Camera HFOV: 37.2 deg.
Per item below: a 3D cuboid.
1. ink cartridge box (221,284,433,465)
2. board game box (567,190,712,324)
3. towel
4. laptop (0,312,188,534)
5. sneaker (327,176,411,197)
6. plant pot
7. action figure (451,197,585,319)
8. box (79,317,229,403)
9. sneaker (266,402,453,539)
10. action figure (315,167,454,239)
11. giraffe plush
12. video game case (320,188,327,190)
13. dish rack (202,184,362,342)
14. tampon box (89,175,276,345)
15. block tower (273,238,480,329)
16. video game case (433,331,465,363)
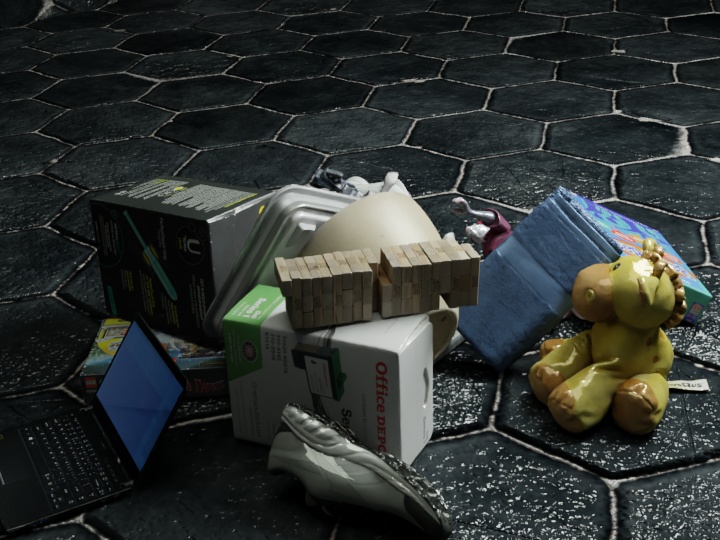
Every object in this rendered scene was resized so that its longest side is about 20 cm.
[{"bbox_3d":[-0.031,0.110,1.086,0.197,0.149,0.084,9,27,24],"label":"ink cartridge box"},{"bbox_3d":[0.341,-0.020,1.359,0.150,0.045,0.201,22,22,-15],"label":"board game box"},{"bbox_3d":[0.194,0.012,1.215,0.112,0.200,0.048,48,9,14],"label":"towel"},{"bbox_3d":[-0.288,0.148,1.087,0.197,0.105,0.177,-15,28,-24],"label":"laptop"},{"bbox_3d":[0.003,-0.086,1.531,0.098,0.076,0.199,-23,17,-28],"label":"sneaker"},{"bbox_3d":[0.032,0.036,1.168,0.198,0.203,0.134,-21,51,-33],"label":"plant pot"},{"bbox_3d":[0.193,-0.022,1.349,0.146,0.136,0.201,-8,29,-13],"label":"action figure"},{"bbox_3d":[-0.216,0.099,1.255,0.196,0.038,0.137,-3,25,0],"label":"box"},{"bbox_3d":[-0.001,0.201,0.999,0.198,0.080,0.074,26,-5,25],"label":"sneaker"},{"bbox_3d":[0.015,-0.055,1.410,0.198,0.193,0.106,34,63,-7],"label":"action figure"},{"bbox_3d":[0.279,0.060,1.132,0.196,0.165,0.173,-8,26,-10],"label":"giraffe plush"},{"bbox_3d":[-0.036,-0.075,1.619,0.198,0.018,0.142,20,34,40],"label":"video game case"},{"bbox_3d":[-0.070,0.007,1.186,0.170,0.202,0.044,6,32,-52],"label":"dish rack"},{"bbox_3d":[-0.204,-0.019,1.282,0.197,0.153,0.126,12,25,35],"label":"tampon box"},{"bbox_3d":[0.016,0.012,1.051,0.196,0.059,0.054,-5,24,-13],"label":"block tower"},{"bbox_3d":[0.044,0.077,1.293,0.141,0.018,0.199,17,33,35],"label":"video game case"}]
